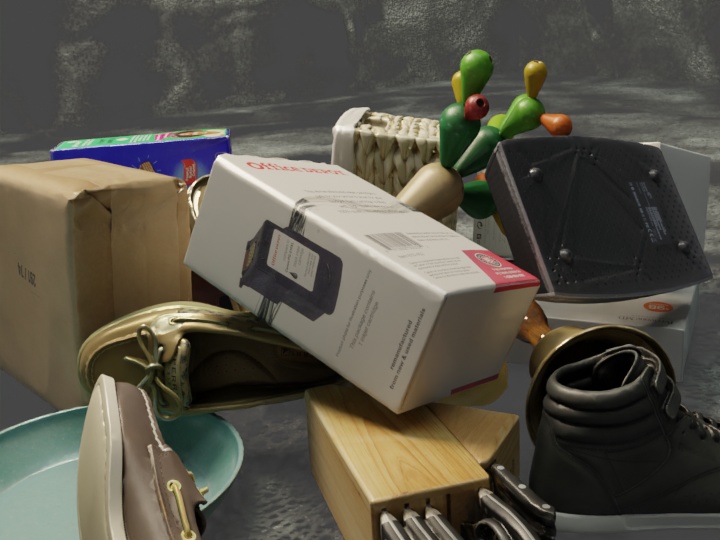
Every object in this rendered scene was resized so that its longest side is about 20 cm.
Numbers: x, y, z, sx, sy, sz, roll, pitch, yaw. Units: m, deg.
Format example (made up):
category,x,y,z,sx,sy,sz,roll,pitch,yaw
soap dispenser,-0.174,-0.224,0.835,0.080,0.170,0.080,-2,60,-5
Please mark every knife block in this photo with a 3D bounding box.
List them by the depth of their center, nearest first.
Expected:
category,x,y,z,sx,sy,sz,roll,pitch,yaw
knife block,0.019,0.137,0.504,0.197,0.065,0.175,6,18,28

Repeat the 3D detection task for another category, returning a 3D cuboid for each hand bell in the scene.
category,x,y,z,sx,sy,sz,roll,pitch,yaw
hand bell,0.140,0.054,0.672,0.102,0.106,0.200,-5,19,-7

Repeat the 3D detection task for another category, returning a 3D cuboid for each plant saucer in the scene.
category,x,y,z,sx,sy,sz,roll,pitch,yaw
plant saucer,-0.171,0.141,0.578,0.196,0.037,0.200,-2,17,1

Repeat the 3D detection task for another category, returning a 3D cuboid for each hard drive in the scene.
category,x,y,z,sx,sy,sz,roll,pitch,yaw
hard drive,0.187,-0.037,0.710,0.198,0.137,0.042,-4,-21,-37

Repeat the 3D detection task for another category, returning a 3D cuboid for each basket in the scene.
category,x,y,z,sx,sy,sz,roll,pitch,yaw
basket,0.035,-0.051,0.900,0.121,0.203,0.136,5,18,5

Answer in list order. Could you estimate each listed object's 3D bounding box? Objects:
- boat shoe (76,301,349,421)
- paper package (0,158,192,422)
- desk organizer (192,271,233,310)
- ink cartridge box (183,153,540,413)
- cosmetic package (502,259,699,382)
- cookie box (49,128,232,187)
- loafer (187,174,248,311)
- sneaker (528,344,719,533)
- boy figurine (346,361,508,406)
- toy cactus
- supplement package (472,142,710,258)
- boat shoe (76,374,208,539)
category,x,y,z,sx,sy,sz,roll,pitch,yaw
boat shoe,-0.101,0.062,0.629,0.196,0.075,0.063,-7,15,-3
paper package,-0.229,0.010,0.748,0.102,0.194,0.198,-12,19,-40
desk organizer,-0.126,0.017,0.904,0.198,0.078,0.071,-13,20,-30
ink cartridge box,0.000,0.000,0.622,0.199,0.085,0.144,32,19,28
cosmetic package,0.197,0.039,0.818,0.197,0.053,0.151,4,21,24
cookie box,-0.242,-0.069,1.047,0.196,0.174,0.075,-5,14,-7
loafer,-0.102,-0.022,0.828,0.075,0.068,0.201,-15,56,-31
sneaker,0.197,0.096,0.546,0.196,0.101,0.071,-4,15,-7
boy figurine,0.015,0.076,0.709,0.197,0.066,0.124,0,15,22
toy cactus,0.098,-0.084,0.766,0.164,0.201,0.102,-39,62,-10
supplement package,0.222,-0.062,0.885,0.198,0.112,0.113,6,3,44
boat shoe,-0.106,0.135,0.457,0.059,0.073,0.201,6,35,-27
